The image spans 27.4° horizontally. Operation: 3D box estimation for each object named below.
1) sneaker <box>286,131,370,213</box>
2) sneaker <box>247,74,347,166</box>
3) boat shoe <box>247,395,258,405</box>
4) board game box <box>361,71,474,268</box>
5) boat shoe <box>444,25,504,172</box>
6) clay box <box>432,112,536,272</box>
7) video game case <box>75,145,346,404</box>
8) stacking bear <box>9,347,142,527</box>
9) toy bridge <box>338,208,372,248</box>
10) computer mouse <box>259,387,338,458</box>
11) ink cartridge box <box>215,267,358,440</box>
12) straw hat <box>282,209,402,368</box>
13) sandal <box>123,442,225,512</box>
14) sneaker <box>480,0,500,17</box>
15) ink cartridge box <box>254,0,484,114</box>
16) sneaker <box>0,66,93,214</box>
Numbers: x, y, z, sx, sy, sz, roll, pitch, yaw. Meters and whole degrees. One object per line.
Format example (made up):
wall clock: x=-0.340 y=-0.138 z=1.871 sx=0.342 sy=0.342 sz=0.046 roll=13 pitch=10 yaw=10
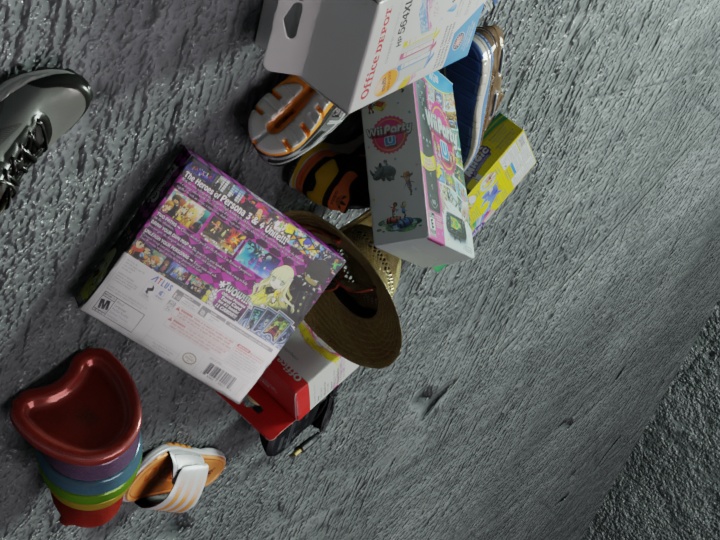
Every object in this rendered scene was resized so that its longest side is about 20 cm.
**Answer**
sneaker: x=0.009 y=-0.100 z=1.606 sx=0.200 sy=0.090 sz=0.070 roll=-19 pitch=142 yaw=-52
sneaker: x=-0.034 y=-0.177 z=1.448 sx=0.200 sy=0.078 sz=0.077 roll=-40 pitch=169 yaw=-16
boat shoe: x=-0.072 y=0.116 z=1.820 sx=0.199 sy=0.074 sz=0.069 roll=-16 pitch=153 yaw=-54
board game box: x=0.059 y=-0.115 z=1.558 sx=0.064 sy=0.202 sz=0.147 roll=-11 pitch=168 yaw=20
boat shoe: x=0.132 y=-0.195 z=1.718 sx=0.072 sy=0.072 sz=0.201 roll=-34 pitch=152 yaw=-36
clay box: x=0.140 y=-0.097 z=1.910 sx=0.200 sy=0.048 sz=0.115 roll=-48 pitch=157 yaw=-3
video game case: x=-0.142 y=0.008 z=1.420 sx=0.199 sy=0.036 sz=0.182 roll=34 pitch=96 yaw=-29
stacking bear: x=-0.277 y=0.192 z=1.501 sx=0.121 sy=0.114 sz=0.201 roll=-37 pitch=158 yaw=-30
toy bridge: x=0.025 y=-0.076 z=1.662 sx=0.200 sy=0.027 sz=0.067 roll=-38 pitch=-167 yaw=2
computer mouse: x=-0.089 y=0.196 z=1.932 sx=0.200 sy=0.046 sz=0.141 roll=-41 pitch=154 yaw=-52
ink cartridge box: x=-0.071 y=0.086 z=1.703 sx=0.200 sy=0.116 sz=0.067 roll=-41 pitch=156 yaw=-24
straw hat: x=0.000 y=0.000 z=1.609 sx=0.085 sy=0.201 sz=0.202 roll=-38 pitch=154 yaw=-32
sandal: x=-0.206 y=0.252 z=1.773 sx=0.079 sy=0.059 sz=0.206 roll=-57 pitch=157 yaw=13
sneaker: x=0.105 y=-0.295 z=1.541 sx=0.200 sy=0.076 sz=0.077 roll=-35 pitch=175 yaw=-33
ink cartridge box: x=0.007 y=-0.244 z=1.342 sx=0.200 sy=0.125 sz=0.129 roll=-32 pitch=151 yaw=-39
sneaker: x=-0.278 y=-0.080 z=1.121 sx=0.200 sy=0.079 sz=0.074 roll=-41 pitch=154 yaw=-25
